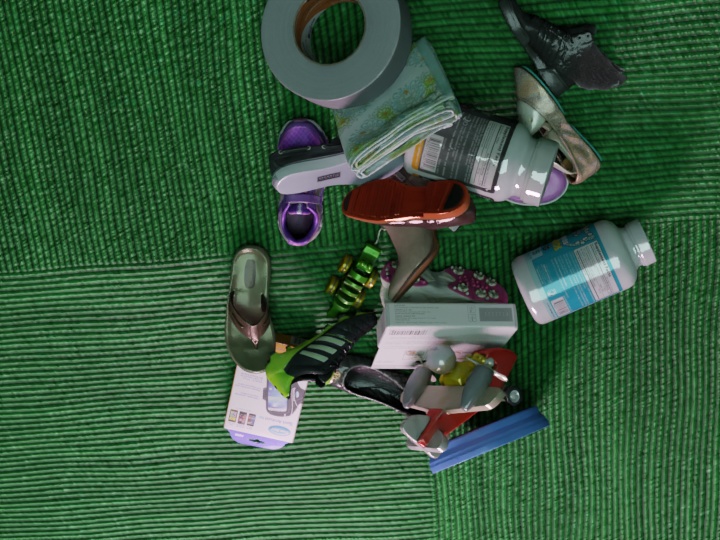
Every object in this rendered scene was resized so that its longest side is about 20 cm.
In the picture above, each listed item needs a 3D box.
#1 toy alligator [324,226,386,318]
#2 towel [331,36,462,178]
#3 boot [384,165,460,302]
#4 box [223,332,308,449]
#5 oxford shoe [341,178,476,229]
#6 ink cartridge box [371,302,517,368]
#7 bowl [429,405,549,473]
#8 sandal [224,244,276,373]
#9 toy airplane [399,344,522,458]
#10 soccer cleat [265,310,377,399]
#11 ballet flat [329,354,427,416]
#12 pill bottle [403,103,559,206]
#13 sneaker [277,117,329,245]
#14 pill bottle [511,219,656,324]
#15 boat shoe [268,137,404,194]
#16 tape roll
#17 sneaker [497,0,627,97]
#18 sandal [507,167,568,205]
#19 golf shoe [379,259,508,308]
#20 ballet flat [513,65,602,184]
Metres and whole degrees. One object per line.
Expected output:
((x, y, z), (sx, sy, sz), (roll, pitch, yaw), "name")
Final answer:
((0.000, 0.000, 1.723), (0.059, 0.054, 0.200), (28, 111, -11), "toy alligator")
((0.044, -0.227, 1.548), (0.171, 0.200, 0.048), (-30, 126, 13), "towel")
((0.060, -0.073, 1.666), (0.146, 0.070, 0.200), (39, 90, 6), "boot")
((-0.149, 0.195, 1.822), (0.119, 0.041, 0.200), (13, 115, -4), "box")
((0.068, -0.084, 1.599), (0.200, 0.071, 0.073), (4, 155, 28), "oxford shoe")
((0.123, 0.102, 1.732), (0.200, 0.045, 0.176), (1, 155, -9), "ink cartridge box")
((0.198, 0.264, 1.766), (0.200, 0.201, 0.039), (-25, 80, 12), "bowl")
((-0.173, 0.062, 1.731), (0.080, 0.057, 0.201), (-3, 97, -4), "sandal")
((0.131, 0.181, 1.670), (0.200, 0.199, 0.141), (-24, 101, 18), "toy airplane")
((-0.052, 0.131, 1.738), (0.200, 0.068, 0.081), (-28, 71, -19), "soccer cleat")
((0.028, 0.185, 1.801), (0.200, 0.057, 0.067), (19, 112, -6), "ballet flat")
((0.170, -0.164, 1.578), (0.200, 0.116, 0.117), (18, 114, 9), "pill bottle")
((-0.087, -0.122, 1.656), (0.080, 0.089, 0.201), (3, 112, 2), "sneaker")
((0.336, -0.005, 1.682), (0.200, 0.111, 0.111), (-24, 111, 11), "pill bottle")
((-0.036, -0.160, 1.607), (0.200, 0.066, 0.070), (-14, 151, -14), "boat shoe")
((-0.032, -0.324, 1.529), (0.200, 0.066, 0.201), (-1, 86, 18), "tape roll")
((0.284, -0.323, 1.576), (0.104, 0.060, 0.200), (-31, 114, 15), "sneaker")
((0.208, -0.142, 1.657), (0.202, 0.050, 0.083), (17, 113, -4), "sandal")
((0.126, 0.041, 1.737), (0.200, 0.075, 0.092), (11, 126, 2), "golf shoe")
((0.271, -0.202, 1.615), (0.067, 0.068, 0.200), (-44, 106, -5), "ballet flat")
